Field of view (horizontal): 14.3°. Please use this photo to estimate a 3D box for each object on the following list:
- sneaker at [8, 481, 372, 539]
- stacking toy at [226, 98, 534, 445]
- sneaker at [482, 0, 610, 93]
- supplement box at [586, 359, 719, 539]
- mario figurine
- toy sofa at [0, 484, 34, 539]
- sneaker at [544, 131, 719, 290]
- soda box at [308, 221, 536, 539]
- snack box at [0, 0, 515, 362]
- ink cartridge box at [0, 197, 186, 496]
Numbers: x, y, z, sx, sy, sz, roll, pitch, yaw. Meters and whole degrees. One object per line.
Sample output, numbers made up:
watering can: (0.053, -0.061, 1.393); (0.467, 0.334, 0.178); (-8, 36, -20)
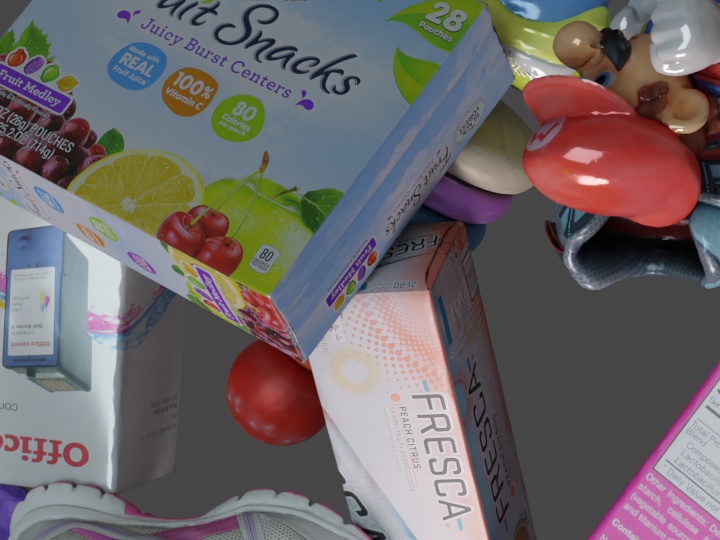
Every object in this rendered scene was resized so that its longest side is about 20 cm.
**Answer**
sneaker: (-0.082, 0.157, 1.336); (0.200, 0.088, 0.081); (0, 124, 19)
stacking toy: (0.000, 0.000, 1.367); (0.085, 0.085, 0.200); (41, 114, 12)
sneaker: (0.041, -0.164, 1.344); (0.200, 0.076, 0.105); (33, 87, 15)
supplement box: (0.160, 0.136, 1.302); (0.103, 0.101, 0.200); (40, 106, 13)
mario figurine: (0.135, -0.108, 1.237); (0.106, 0.124, 0.200); (30, 60, 29)
toy sofa: (-0.146, 0.176, 1.429); (0.200, 0.083, 0.098); (24, 104, 17)
sneaker: (0.179, -0.025, 1.275); (0.200, 0.096, 0.079); (-8, 125, 26)
soda box: (0.029, 0.077, 1.324); (0.068, 0.064, 0.200); (-3, 119, 21)
snack box: (-0.060, -0.077, 1.288); (0.200, 0.068, 0.169); (29, 72, 28)
ink cartridge box: (-0.165, 0.002, 1.418); (0.145, 0.087, 0.200); (7, 99, 18)
